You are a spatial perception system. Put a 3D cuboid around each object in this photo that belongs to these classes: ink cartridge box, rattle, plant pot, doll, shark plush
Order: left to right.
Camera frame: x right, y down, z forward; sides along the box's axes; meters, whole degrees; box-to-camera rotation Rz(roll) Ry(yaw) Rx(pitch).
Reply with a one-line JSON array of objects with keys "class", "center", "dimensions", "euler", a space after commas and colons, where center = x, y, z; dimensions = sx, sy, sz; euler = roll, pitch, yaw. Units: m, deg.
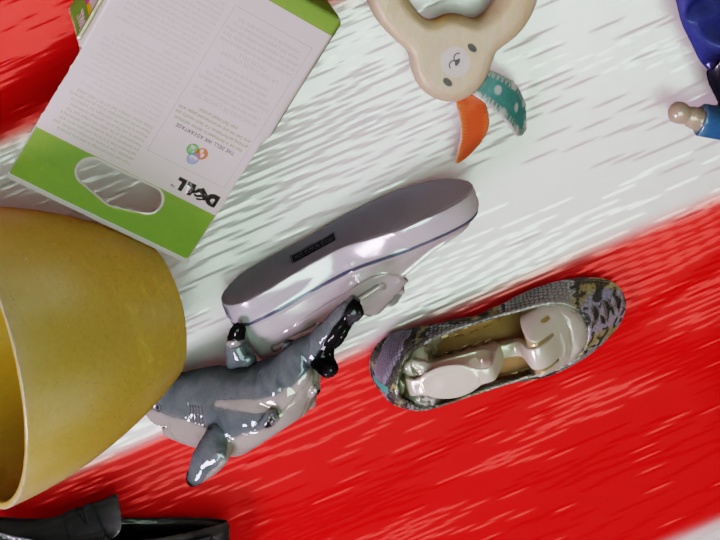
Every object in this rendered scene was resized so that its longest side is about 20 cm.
[{"class": "plant pot", "center": [-0.203, 0.044, 1.113], "dimensions": [0.141, 0.199, 0.202], "euler": [-14, 112, -32]}, {"class": "ink cartridge box", "center": [-0.130, -0.129, 1.096], "dimensions": [0.147, 0.076, 0.201], "euler": [26, 108, -26]}, {"class": "shark plush", "center": [-0.078, 0.077, 1.153], "dimensions": [0.200, 0.091, 0.084], "euler": [-36, 85, 44]}, {"class": "rattle", "center": [0.078, -0.162, 1.094], "dimensions": [0.129, 0.143, 0.202], "euler": [-11, 104, -23]}, {"class": "doll", "center": [0.274, -0.148, 1.165], "dimensions": [0.136, 0.048, 0.201], "euler": [-35, 115, -5]}]

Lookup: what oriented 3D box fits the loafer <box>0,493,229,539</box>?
[{"class": "loafer", "center": [-0.194, 0.198, 1.216], "dimensions": [0.199, 0.068, 0.071], "euler": [11, 99, -16]}]

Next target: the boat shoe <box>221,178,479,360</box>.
[{"class": "boat shoe", "center": [0.000, 0.000, 1.176], "dimensions": [0.199, 0.074, 0.066], "euler": [-24, 115, 12]}]

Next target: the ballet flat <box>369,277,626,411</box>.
[{"class": "ballet flat", "center": [0.106, 0.060, 1.204], "dimensions": [0.198, 0.072, 0.073], "euler": [-16, 110, -2]}]
